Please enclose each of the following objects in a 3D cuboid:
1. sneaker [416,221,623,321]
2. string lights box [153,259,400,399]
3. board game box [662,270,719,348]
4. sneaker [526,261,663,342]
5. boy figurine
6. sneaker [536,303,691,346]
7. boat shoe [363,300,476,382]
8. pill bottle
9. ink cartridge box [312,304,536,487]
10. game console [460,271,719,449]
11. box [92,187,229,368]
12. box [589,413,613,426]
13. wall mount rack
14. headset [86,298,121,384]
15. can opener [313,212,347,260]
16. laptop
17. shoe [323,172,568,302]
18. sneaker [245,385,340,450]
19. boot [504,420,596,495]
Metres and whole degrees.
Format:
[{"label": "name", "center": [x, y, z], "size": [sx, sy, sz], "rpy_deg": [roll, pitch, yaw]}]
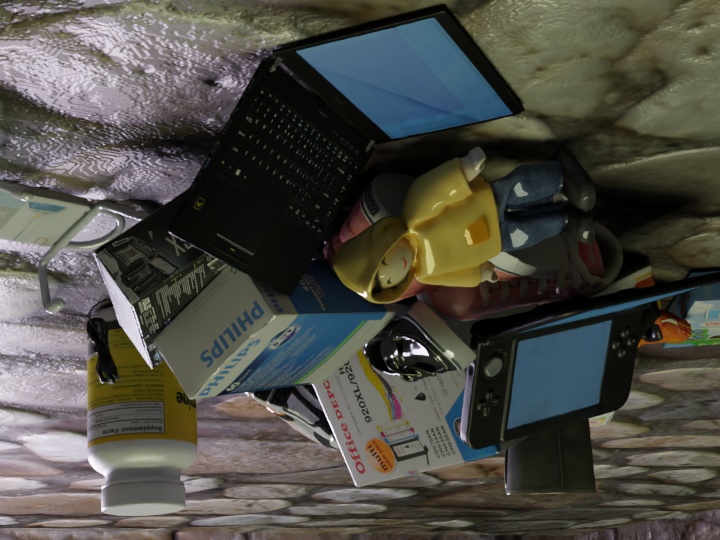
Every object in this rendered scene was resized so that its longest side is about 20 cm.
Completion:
[{"label": "sneaker", "center": [0.146, -0.006, 1.193], "size": [0.199, 0.076, 0.104], "rpy_deg": [-5, 169, -37]}, {"label": "string lights box", "center": [-0.061, 0.044, 1.095], "size": [0.103, 0.059, 0.199], "rpy_deg": [-43, 160, 21]}, {"label": "board game box", "center": [0.414, 0.040, 1.480], "size": [0.149, 0.037, 0.200], "rpy_deg": [-4, 162, 2]}, {"label": "sneaker", "center": [0.225, 0.060, 1.302], "size": [0.199, 0.091, 0.070], "rpy_deg": [-24, -176, -41]}, {"label": "boy figurine", "center": [0.075, -0.034, 1.024], "size": [0.198, 0.065, 0.125], "rpy_deg": [-17, 132, -15]}, {"label": "sneaker", "center": [0.247, 0.062, 1.425], "size": [0.198, 0.078, 0.073], "rpy_deg": [5, -170, -11]}, {"label": "boat shoe", "center": [0.047, 0.068, 1.175], "size": [0.069, 0.057, 0.200], "rpy_deg": [44, 173, -6]}, {"label": "pill bottle", "center": [-0.223, 0.144, 1.402], "size": [0.111, 0.202, 0.113], "rpy_deg": [-3, 164, -1]}, {"label": "ink cartridge box", "center": [0.076, 0.110, 1.371], "size": [0.199, 0.149, 0.144], "rpy_deg": [-21, -178, 43]}, {"label": "game console", "center": [0.201, 0.077, 1.180], "size": [0.198, 0.178, 0.116], "rpy_deg": [-9, -155, -33]}, {"label": "box", "center": [-0.117, -0.009, 1.054], "size": [0.157, 0.050, 0.200], "rpy_deg": [-36, 169, -13]}, {"label": "box", "center": [0.187, 0.125, 1.580], "size": [0.198, 0.114, 0.101], "rpy_deg": [-6, 164, 3]}, {"label": "wall mount rack", "center": [-0.247, -0.032, 1.043], "size": [0.199, 0.075, 0.173], "rpy_deg": [10, 144, -42]}, {"label": "headset", "center": [-0.153, 0.031, 1.233], "size": [0.198, 0.095, 0.124], "rpy_deg": [-19, 160, 10]}, {"label": "can opener", "center": [0.000, 0.000, 1.225], "size": [0.052, 0.067, 0.200], "rpy_deg": [-8, 158, 20]}, {"label": "laptop", "center": [-0.003, -0.069, 0.914], "size": [0.103, 0.201, 0.177], "rpy_deg": [29, 178, 28]}, {"label": "shoe", "center": [0.070, -0.017, 1.128], "size": [0.198, 0.072, 0.091], "rpy_deg": [13, 139, -30]}, {"label": "sneaker", "center": [-0.080, 0.138, 1.510], "size": [0.199, 0.074, 0.080], "rpy_deg": [38, 154, -4]}, {"label": "boot", "center": [0.237, 0.140, 1.482], "size": [0.180, 0.202, 0.073], "rpy_deg": [-9, 160, 16]}]
